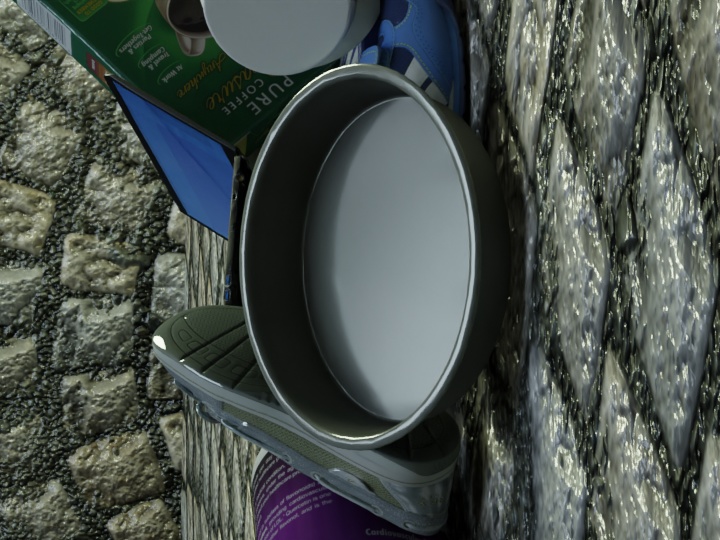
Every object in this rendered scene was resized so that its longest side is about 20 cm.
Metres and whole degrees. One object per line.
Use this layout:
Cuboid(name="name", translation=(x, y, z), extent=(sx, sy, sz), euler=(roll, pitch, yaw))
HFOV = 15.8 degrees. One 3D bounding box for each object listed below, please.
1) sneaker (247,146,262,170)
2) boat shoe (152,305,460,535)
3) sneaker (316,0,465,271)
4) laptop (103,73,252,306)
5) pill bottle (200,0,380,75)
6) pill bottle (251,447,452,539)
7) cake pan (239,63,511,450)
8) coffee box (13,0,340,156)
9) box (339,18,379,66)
Cuboid(name="sneaker", translation=(-0.092, -0.122, 1.769), extent=(0.200, 0.074, 0.085), euler=(54, 133, 38))
Cuboid(name="boat shoe", translation=(-0.033, 0.081, 1.440), extent=(0.074, 0.202, 0.065), euler=(-38, -38, -44))
Cuboid(name="sneaker", translation=(0.015, -0.083, 1.445), extent=(0.074, 0.082, 0.200), euler=(118, 152, -77))
Cuboid(name="laptop", translation=(-0.099, -0.002, 1.648), extent=(0.177, 0.103, 0.200), euler=(64, -155, -57))
Cuboid(name="pill bottle", translation=(-0.035, -0.186, 1.539), extent=(0.200, 0.113, 0.113), euler=(-72, -15, -67))
Cuboid(name="pill bottle", translation=(-0.003, 0.155, 1.484), extent=(0.200, 0.112, 0.113), euler=(-99, 11, -46))
Cuboid(name="cake pan", translation=(0.008, -0.007, 1.355), extent=(0.200, 0.037, 0.201), euler=(-1, 89, 51))
Cuboid(name="coffee box", translation=(-0.125, -0.161, 1.726), extent=(0.200, 0.123, 0.044), euler=(41, 157, 14))
Cuboid(name="box", translation=(0.005, -0.131, 1.692), extent=(0.121, 0.032, 0.200), euler=(108, 161, -67))
